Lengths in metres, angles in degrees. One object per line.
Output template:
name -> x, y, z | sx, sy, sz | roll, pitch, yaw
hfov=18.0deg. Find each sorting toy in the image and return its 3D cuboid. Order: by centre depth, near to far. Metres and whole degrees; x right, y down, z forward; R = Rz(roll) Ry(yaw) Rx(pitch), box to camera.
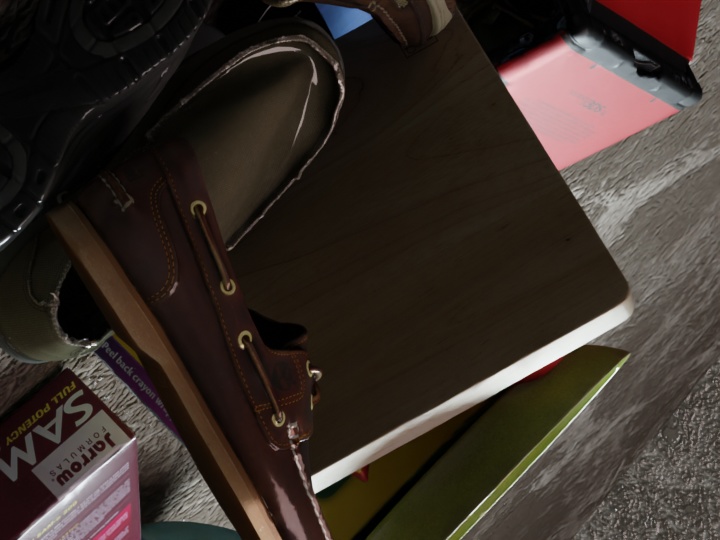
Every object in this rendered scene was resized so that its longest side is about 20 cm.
sorting toy -> 0.000, 0.000, 1.064 | 0.199, 0.200, 0.070 | -28, 149, -1

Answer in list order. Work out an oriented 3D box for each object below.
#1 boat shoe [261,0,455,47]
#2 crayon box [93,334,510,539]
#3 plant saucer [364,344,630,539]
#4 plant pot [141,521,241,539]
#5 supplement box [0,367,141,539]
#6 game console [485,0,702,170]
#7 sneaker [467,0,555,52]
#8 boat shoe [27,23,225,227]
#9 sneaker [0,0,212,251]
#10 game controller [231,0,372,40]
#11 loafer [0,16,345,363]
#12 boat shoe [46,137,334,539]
boat shoe -> -0.021, -0.148, 0.993 | 0.075, 0.075, 0.202 | -41, 149, -1
crayon box -> -0.029, 0.029, 1.162 | 0.173, 0.200, 0.058 | -44, 166, -7
plant saucer -> 0.054, 0.103, 1.117 | 0.200, 0.031, 0.200 | -46, 172, -8
plant pot -> -0.133, 0.245, 1.499 | 0.200, 0.200, 0.135 | -46, 127, -2
supplement box -> -0.183, 0.146, 1.301 | 0.109, 0.061, 0.200 | -41, 164, -22
game console -> 0.110, -0.146, 1.234 | 0.171, 0.120, 0.200 | -26, 163, 21
sneaker -> 0.100, -0.158, 1.315 | 0.200, 0.075, 0.107 | -46, 157, -23
boat shoe -> -0.122, -0.035, 1.028 | 0.200, 0.057, 0.069 | -42, 164, -17
sneaker -> -0.136, -0.053, 0.929 | 0.200, 0.076, 0.091 | -41, 170, -14
game controller -> 0.016, -0.162, 1.112 | 0.200, 0.042, 0.104 | -46, 164, -6
loafer -> -0.074, -0.029, 0.983 | 0.200, 0.075, 0.070 | -46, -153, -13
boat shoe -> -0.051, 0.042, 0.931 | 0.070, 0.201, 0.070 | -33, -156, -13
